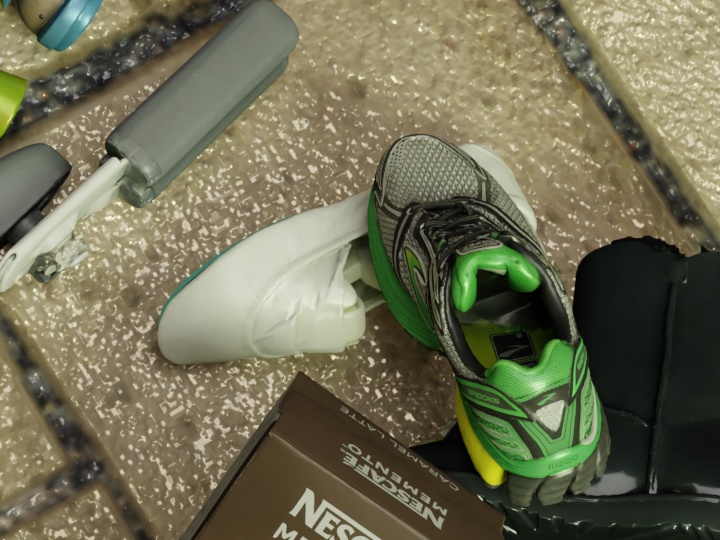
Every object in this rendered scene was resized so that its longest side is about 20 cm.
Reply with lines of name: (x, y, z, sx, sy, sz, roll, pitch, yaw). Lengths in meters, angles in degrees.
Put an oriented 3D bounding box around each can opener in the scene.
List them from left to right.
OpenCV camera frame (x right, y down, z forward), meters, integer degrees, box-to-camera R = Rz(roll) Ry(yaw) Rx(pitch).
can opener: (-0.111, -0.063, 1.157, 0.200, 0.053, 0.066, -41, 85, -23)

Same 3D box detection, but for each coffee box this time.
coffee box: (-0.041, 0.161, 1.030, 0.114, 0.080, 0.200, 34, 107, -2)

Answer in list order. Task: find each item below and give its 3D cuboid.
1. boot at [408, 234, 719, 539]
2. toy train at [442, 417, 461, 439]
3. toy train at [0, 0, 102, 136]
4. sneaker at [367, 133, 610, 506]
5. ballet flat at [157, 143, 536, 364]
boot: (0.097, 0.063, 1.116, 0.199, 0.077, 0.169, 2, 48, 11)
toy train: (0.110, 0.146, 1.154, 0.200, 0.042, 0.056, 40, 77, 1)
toy train: (-0.208, -0.094, 1.134, 0.115, 0.085, 0.201, 34, 67, -16)
sneaker: (0.057, 0.003, 1.067, 0.078, 0.085, 0.200, -19, 46, -10)
ballet flat: (0.000, 0.000, 1.152, 0.199, 0.069, 0.070, -27, 80, -23)
